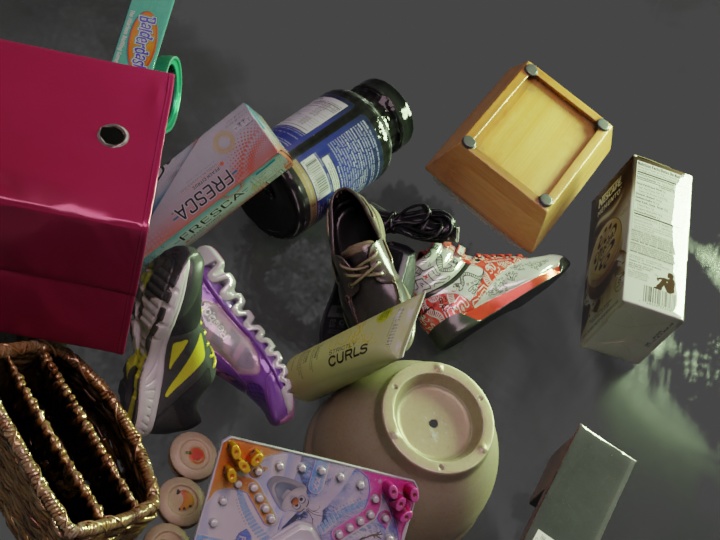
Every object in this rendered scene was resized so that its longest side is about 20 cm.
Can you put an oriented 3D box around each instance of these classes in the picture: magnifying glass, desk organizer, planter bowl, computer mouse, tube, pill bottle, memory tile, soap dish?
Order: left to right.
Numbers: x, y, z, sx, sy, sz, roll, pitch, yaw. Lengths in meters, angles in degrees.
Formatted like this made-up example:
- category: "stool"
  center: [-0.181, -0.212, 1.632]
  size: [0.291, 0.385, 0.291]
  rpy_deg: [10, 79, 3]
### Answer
- category: "magnifying glass"
  center: [-0.219, -0.156, 1.705]
  size: [0.022, 0.080, 0.201]
  rpy_deg: [7, 40, 7]
- category: "memory tile"
  center: [-0.132, 0.260, 1.552]
  size: [0.152, 0.017, 0.201]
  rpy_deg: [21, 57, -15]
- category: "pill bottle"
  center: [-0.037, -0.128, 1.760]
  size: [0.200, 0.112, 0.112]
  rpy_deg: [-37, 79, -33]
- category: "tube"
  center: [-0.004, 0.079, 1.587]
  size: [0.052, 0.200, 0.058]
  rpy_deg: [-8, 78, -37]
- category: "computer mouse"
  center: [0.021, 0.024, 1.712]
  size: [0.138, 0.053, 0.201]
  rpy_deg: [7, 64, 24]
- category: "planter bowl"
  center: [0.057, 0.172, 1.612]
  size: [0.199, 0.135, 0.202]
  rpy_deg: [10, 59, -17]
- category: "soap dish"
  center: [0.192, -0.139, 1.873]
  size: [0.157, 0.081, 0.200]
  rpy_deg: [39, 57, 3]
- category: "desk organizer"
  center: [0.202, 0.265, 1.649]
  size: [0.071, 0.077, 0.200]
  rpy_deg: [33, 55, 0]

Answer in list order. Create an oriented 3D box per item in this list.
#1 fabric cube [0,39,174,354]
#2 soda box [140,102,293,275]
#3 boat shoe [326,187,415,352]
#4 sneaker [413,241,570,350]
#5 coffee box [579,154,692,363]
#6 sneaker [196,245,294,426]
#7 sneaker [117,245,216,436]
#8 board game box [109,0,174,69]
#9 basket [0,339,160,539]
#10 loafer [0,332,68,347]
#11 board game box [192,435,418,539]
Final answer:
- category: "fabric cube"
  center: [-0.289, -0.070, 1.478]
  size: [0.198, 0.201, 0.197]
  rpy_deg: [11, 50, -8]
- category: "soda box"
  center: [-0.169, -0.081, 1.648]
  size: [0.200, 0.064, 0.069]
  rpy_deg: [-38, 76, 5]
- category: "boat shoe"
  center: [0.000, 0.000, 1.657]
  size: [0.074, 0.073, 0.201]
  rpy_deg: [-25, 55, 6]
- category: "sneaker"
  center: [0.134, -0.002, 1.781]
  size: [0.201, 0.067, 0.108]
  rpy_deg: [-28, 77, -29]
- category: "coffee box"
  center: [0.312, -0.013, 1.830]
  size: [0.079, 0.113, 0.201]
  rpy_deg: [18, 56, -11]
- category: "sneaker"
  center: [-0.140, 0.078, 1.629]
  size: [0.088, 0.081, 0.201]
  rpy_deg: [-30, 78, -18]
- category: "sneaker"
  center: [-0.177, 0.069, 1.563]
  size: [0.084, 0.201, 0.074]
  rpy_deg: [5, 24, -31]
- category: "board game box"
  center: [-0.246, -0.175, 1.653]
  size: [0.045, 0.200, 0.153]
  rpy_deg: [18, 57, -10]
- category: "basket"
  center: [-0.268, 0.160, 1.485]
  size: [0.142, 0.149, 0.201]
  rpy_deg: [-24, 72, -30]
- category: "loafer"
  center: [-0.323, 0.004, 1.600]
  size: [0.067, 0.076, 0.201]
  rpy_deg: [14, 53, -28]
- category: "board game box"
  center: [-0.059, 0.273, 1.499]
  size: [0.199, 0.026, 0.201]
  rpy_deg: [15, 92, -17]
